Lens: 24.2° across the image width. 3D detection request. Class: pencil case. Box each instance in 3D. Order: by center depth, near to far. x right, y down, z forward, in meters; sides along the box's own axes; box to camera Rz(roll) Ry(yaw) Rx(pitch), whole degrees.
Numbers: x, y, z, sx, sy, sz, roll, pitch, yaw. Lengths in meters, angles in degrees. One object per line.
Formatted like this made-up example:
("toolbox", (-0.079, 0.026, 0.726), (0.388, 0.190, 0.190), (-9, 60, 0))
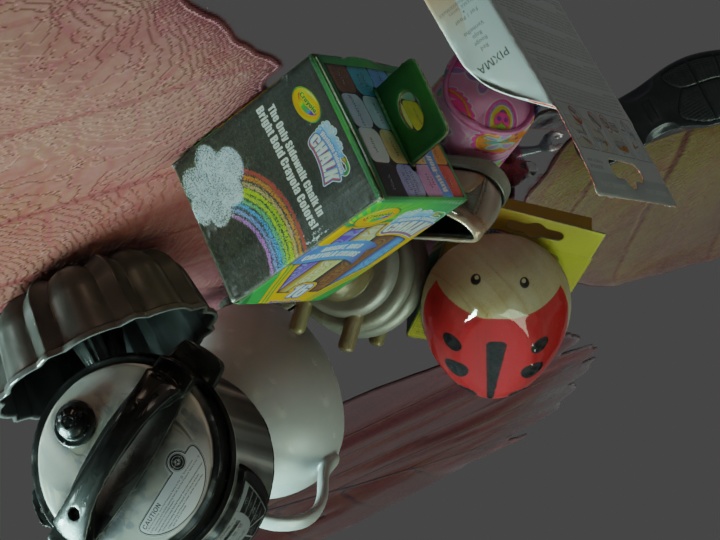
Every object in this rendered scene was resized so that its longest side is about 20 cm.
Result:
("pencil case", (0.076, -0.105, 1.380), (0.087, 0.088, 0.200), (-19, 163, -25))

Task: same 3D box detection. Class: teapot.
("teapot", (-0.117, 0.134, 1.546), (0.145, 0.199, 0.199), (-22, -171, -36))

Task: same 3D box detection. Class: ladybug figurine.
("ladybug figurine", (0.120, 0.050, 1.490), (0.134, 0.072, 0.201), (0, 141, 5))

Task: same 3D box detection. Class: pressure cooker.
("pressure cooker", (-0.174, 0.159, 1.373), (0.177, 0.178, 0.200), (-12, 167, 10))

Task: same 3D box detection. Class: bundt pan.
("bundt pan", (-0.224, 0.047, 1.395), (0.200, 0.076, 0.202), (-25, 166, -7))

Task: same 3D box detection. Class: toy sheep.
("toy sheep", (0.000, 0.000, 1.519), (0.137, 0.139, 0.200), (-30, 175, 13))

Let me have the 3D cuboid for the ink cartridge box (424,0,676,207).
("ink cartridge box", (0.133, -0.123, 1.180), (0.050, 0.201, 0.162), (-32, 164, 25))

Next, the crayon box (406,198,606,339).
("crayon box", (0.130, -0.002, 1.523), (0.126, 0.051, 0.201), (13, 141, -11))

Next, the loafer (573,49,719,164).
("loafer", (0.300, -0.163, 1.630), (0.199, 0.072, 0.063), (-24, -174, 12))

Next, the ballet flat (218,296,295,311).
("ballet flat", (-0.046, 0.020, 1.670), (0.199, 0.047, 0.067), (-20, 165, -24))

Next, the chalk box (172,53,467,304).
("chalk box", (-0.014, -0.077, 1.239), (0.199, 0.126, 0.124), (-33, 164, 28))

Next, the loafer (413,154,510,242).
("loafer", (0.023, -0.053, 1.350), (0.198, 0.063, 0.072), (-1, 140, 35))

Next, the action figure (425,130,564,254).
("action figure", (0.112, -0.067, 1.600), (0.147, 0.135, 0.200), (10, 154, -5))
